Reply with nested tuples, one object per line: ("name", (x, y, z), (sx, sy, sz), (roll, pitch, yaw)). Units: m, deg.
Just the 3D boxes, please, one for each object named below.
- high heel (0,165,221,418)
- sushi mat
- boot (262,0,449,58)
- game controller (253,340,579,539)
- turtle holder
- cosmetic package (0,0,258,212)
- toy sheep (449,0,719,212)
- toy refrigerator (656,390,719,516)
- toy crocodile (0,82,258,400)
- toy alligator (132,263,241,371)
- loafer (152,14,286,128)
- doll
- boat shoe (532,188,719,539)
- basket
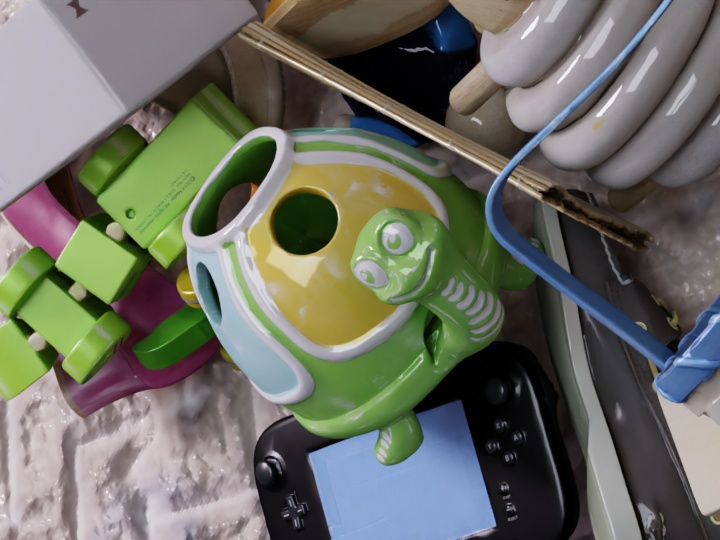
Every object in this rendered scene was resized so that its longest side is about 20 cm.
("high heel", (-0.137, -0.027, 1.564), (0.096, 0.067, 0.201), (-26, 62, 14))
("sushi mat", (0.039, -0.062, 1.357), (0.200, 0.096, 0.012), (30, 93, 36))
("boot", (0.014, -0.200, 1.385), (0.201, 0.071, 0.145), (-35, 55, 46))
("game controller", (0.025, 0.104, 1.424), (0.200, 0.042, 0.105), (-23, 71, 44))
("turtle holder", (-0.008, 0.006, 1.345), (0.141, 0.132, 0.186), (-46, 21, 15))
("cosmetic package", (-0.148, -0.094, 1.457), (0.071, 0.101, 0.200), (53, 144, -5))
("toy sheep", (0.123, -0.096, 1.316), (0.138, 0.199, 0.138), (-55, 17, 27))
("toy refrigerator", (0.234, 0.041, 1.265), (0.200, 0.076, 0.070), (-30, 70, 31))
("toy crocodile", (-0.125, -0.011, 1.488), (0.067, 0.062, 0.200), (40, 105, 4))
("toy alligator", (-0.025, -0.005, 1.480), (0.199, 0.059, 0.054), (-24, 37, 15))
("loafer", (-0.110, -0.123, 1.528), (0.200, 0.068, 0.076), (43, 142, 38))
("doll", (0.010, -0.124, 1.458), (0.200, 0.048, 0.137), (48, 133, 27))
("boat shoe", (0.123, 0.049, 1.358), (0.060, 0.072, 0.202), (-10, 64, -3))
("basket", (0.170, -0.018, 1.171), (0.200, 0.139, 0.176), (42, 114, -2))
